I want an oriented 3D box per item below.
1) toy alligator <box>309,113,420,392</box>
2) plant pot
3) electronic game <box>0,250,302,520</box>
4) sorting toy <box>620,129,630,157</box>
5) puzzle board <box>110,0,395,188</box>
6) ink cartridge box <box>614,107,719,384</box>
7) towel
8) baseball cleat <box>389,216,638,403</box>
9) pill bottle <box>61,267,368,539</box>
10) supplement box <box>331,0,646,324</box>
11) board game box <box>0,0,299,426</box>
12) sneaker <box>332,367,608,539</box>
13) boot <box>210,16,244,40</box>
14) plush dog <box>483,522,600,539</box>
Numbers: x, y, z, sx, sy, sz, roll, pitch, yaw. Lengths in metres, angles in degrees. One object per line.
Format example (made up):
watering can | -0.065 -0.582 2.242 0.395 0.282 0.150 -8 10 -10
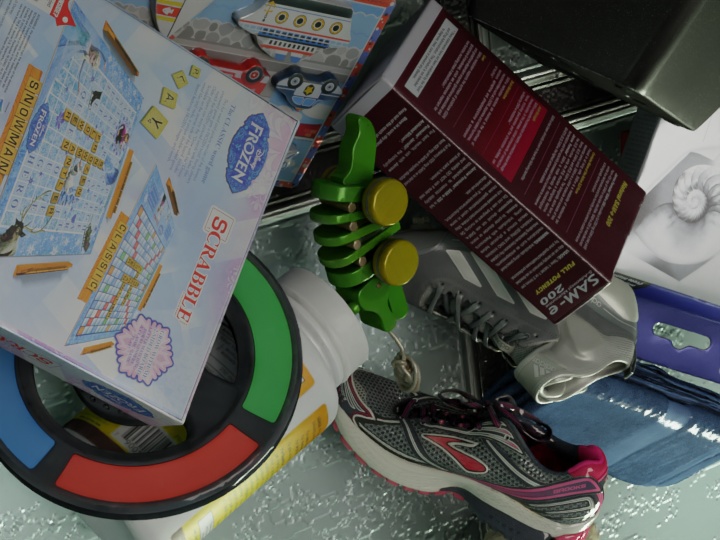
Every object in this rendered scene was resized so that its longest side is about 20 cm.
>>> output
toy alligator | 0.000 0.000 1.314 0.054 0.059 0.201 -26 118 -31
plant pot | 0.183 -0.208 1.359 0.178 0.199 0.199 -63 154 4
electronic game | -0.133 0.054 1.220 0.200 0.200 0.042 -40 160 -23
sorting toy | 0.278 -0.124 1.547 0.198 0.069 0.201 -13 106 -34
puzzle board | -0.088 -0.119 1.261 0.199 0.017 0.151 5 128 -38
ink cartridge box | 0.263 -0.018 1.477 0.199 0.041 0.201 16 96 -22
towel | 0.188 0.106 1.512 0.199 0.111 0.049 20 50 -38
baseball cleat | 0.094 0.030 1.387 0.199 0.070 0.107 9 56 -6
pill bottle | -0.090 0.088 1.291 0.200 0.109 0.110 -40 120 -23
supplement box | 0.087 -0.072 1.348 0.200 0.061 0.109 41 40 -9
board game box | -0.152 -0.044 1.155 0.199 0.041 0.201 32 68 -28
sneaker | 0.073 0.112 1.385 0.081 0.199 0.075 -57 170 -57
boot | -0.048 -0.251 1.272 0.199 0.076 0.169 -25 117 -24
plush dog | 0.114 0.235 1.478 0.172 0.160 0.201 -45 143 -41
